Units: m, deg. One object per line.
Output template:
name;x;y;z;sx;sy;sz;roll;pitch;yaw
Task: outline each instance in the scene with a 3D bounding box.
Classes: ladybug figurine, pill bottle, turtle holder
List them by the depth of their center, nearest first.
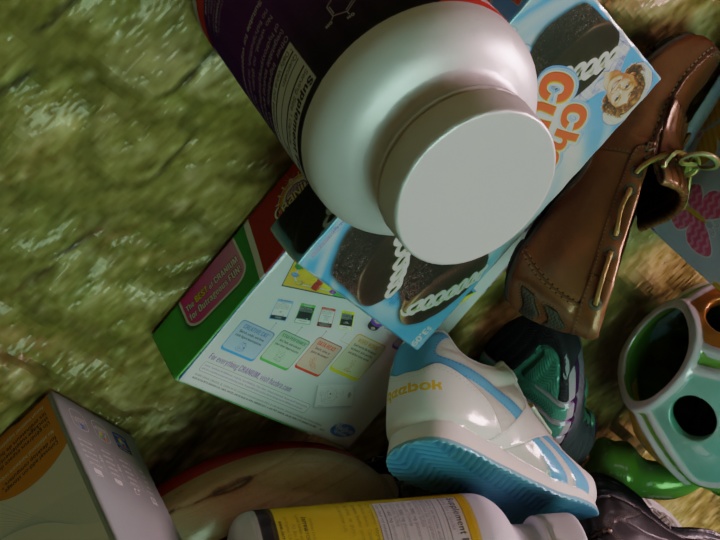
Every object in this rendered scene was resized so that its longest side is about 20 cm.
pill bottle;0.006;-0.094;0.740;0.111;0.201;0.113;-18;135;-19
pill bottle;0.027;0.185;0.926;0.197;0.113;0.113;-3;130;-12
ladybug figurine;-0.072;0.163;1.001;0.198;0.072;0.137;-19;126;-9
turtle holder;0.235;0.081;1.113;0.131;0.143;0.185;20;156;-26

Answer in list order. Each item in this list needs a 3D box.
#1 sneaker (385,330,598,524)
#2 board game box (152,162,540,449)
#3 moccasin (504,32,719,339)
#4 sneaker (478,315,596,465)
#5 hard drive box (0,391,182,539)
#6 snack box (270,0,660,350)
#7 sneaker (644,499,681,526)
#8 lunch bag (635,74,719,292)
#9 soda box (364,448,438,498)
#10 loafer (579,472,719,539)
sneaker;0.085;0.103;0.989;0.076;0.082;0.200;-17;148;27
board game box;0.000;0.000;0.937;0.200;0.040;0.152;-49;136;13
moccasin;0.156;-0.050;0.925;0.202;0.077;0.074;-55;162;-29
sneaker;0.124;0.088;1.091;0.087;0.074;0.201;-31;147;-33
hard drive box;-0.165;0.193;0.882;0.156;0.200;0.077;-43;137;8
snack box;0.058;-0.062;0.862;0.200;0.037;0.116;-49;137;6
sneaker;0.173;0.247;1.207;0.199;0.078;0.100;-22;153;-53
lunch bag;0.285;-0.063;0.971;0.126;0.170;0.201;5;125;-49
soda box;0.066;0.208;1.070;0.070;0.063;0.202;-25;105;-25
loafer;0.212;0.212;1.114;0.199;0.073;0.073;28;112;-24
